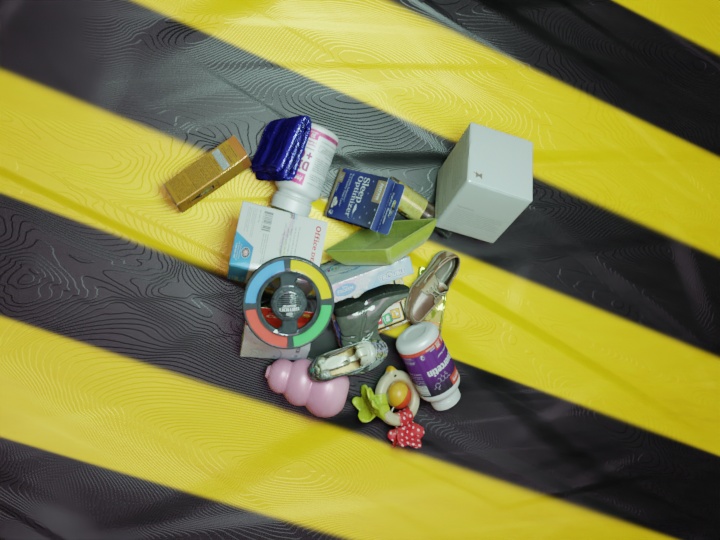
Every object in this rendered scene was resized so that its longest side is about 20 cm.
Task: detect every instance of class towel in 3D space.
[{"bbox_3d":[-0.182,-0.274,1.574,0.049,0.199,0.151,19,88,-29],"label":"towel"},{"bbox_3d":[0.171,0.098,1.755,0.084,0.018,0.206,8,90,-13],"label":"towel"}]

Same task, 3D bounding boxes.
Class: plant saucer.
[{"bbox_3d":[0.052,-0.059,1.601,0.198,0.196,0.049,-32,113,-43],"label":"plant saucer"}]

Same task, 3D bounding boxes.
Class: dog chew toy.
[{"bbox_3d":[-0.127,0.265,1.650,0.195,0.125,0.128,18,89,-3],"label":"dog chew toy"}]

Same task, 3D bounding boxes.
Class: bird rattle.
[{"bbox_3d":[0.089,0.328,1.708,0.198,0.112,0.166,34,69,-14],"label":"bird rattle"}]

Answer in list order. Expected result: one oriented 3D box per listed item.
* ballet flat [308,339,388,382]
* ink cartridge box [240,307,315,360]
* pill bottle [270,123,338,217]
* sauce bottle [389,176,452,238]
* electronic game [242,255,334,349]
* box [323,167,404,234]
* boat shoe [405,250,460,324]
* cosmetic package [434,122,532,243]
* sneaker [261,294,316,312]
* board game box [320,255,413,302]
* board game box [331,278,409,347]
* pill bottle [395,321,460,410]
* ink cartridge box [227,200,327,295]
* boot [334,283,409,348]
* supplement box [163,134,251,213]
[{"bbox_3d":[-0.022,0.201,1.593,0.196,0.072,0.074,-17,96,-16],"label":"ballet flat"},{"bbox_3d":[-0.186,0.146,1.592,0.155,0.201,0.048,6,63,-11],"label":"ink cartridge box"},{"bbox_3d":[-0.132,-0.229,1.629,0.111,0.113,0.205,19,88,-12],"label":"pill bottle"},{"bbox_3d":[0.140,-0.148,1.715,0.198,0.065,0.066,34,85,-10],"label":"sauce bottle"},{"bbox_3d":[-0.151,0.069,1.488,0.194,0.042,0.206,-3,106,-9],"label":"electronic game"},{"bbox_3d":[0.006,-0.163,1.629,0.032,0.197,0.124,23,87,-48],"label":"box"},{"bbox_3d":[0.175,0.038,1.696,0.075,0.071,0.203,35,77,-23],"label":"boat shoe"},{"bbox_3d":[0.284,-0.199,1.649,0.162,0.201,0.171,15,61,-11],"label":"cosmetic package"},{"bbox_3d":[-0.173,0.097,1.645,0.194,0.087,0.076,-2,92,-12],"label":"sneaker"},{"bbox_3d":[0.000,0.000,1.621,0.195,0.199,0.044,-19,105,-10],"label":"board game box"},{"bbox_3d":[0.018,0.079,1.706,0.195,0.046,0.155,-19,96,-11],"label":"board game box"},{"bbox_3d":[0.170,0.233,1.701,0.111,0.112,0.203,-31,110,-9],"label":"pill bottle"},{"bbox_3d":[-0.189,-0.044,1.591,0.195,0.146,0.151,14,75,-10],"label":"ink cartridge box"},{"bbox_3d":[0.033,0.117,1.665,0.195,0.068,0.134,-19,108,-11],"label":"boot"},{"bbox_3d":[-0.346,-0.218,1.602,0.199,0.067,0.069,-38,82,-9],"label":"supplement box"}]
